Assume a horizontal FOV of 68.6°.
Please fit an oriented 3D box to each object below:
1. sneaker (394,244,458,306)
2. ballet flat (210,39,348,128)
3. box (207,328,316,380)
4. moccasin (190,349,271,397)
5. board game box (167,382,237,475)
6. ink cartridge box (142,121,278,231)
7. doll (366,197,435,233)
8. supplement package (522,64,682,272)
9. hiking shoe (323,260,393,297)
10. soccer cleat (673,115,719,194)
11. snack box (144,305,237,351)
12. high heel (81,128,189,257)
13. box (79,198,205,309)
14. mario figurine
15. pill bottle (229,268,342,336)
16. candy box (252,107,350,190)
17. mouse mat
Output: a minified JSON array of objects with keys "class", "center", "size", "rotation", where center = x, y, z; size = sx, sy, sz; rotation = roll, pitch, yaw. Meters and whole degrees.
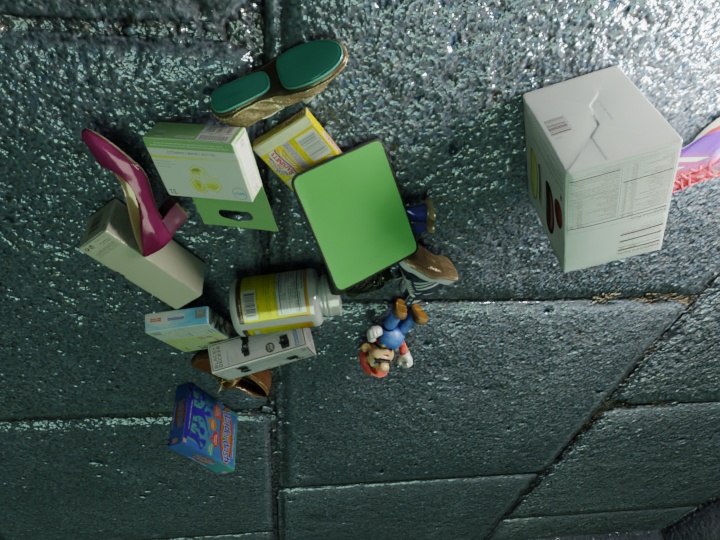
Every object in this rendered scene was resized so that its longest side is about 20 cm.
[{"class":"sneaker","center":[0.093,0.011,0.970],"size":[0.108,0.071,0.199],"rotation":[-31,155,27]},{"class":"ballet flat","center":[-0.104,-0.246,0.707],"size":[0.198,0.071,0.065],"rotation":[-16,165,13]},{"class":"box","center":[-0.200,0.165,1.087],"size":[0.198,0.061,0.117],"rotation":[-17,161,0]},{"class":"moccasin","center":[-0.288,0.236,1.183],"size":[0.073,0.078,0.201],"rotation":[-31,133,24]},{"class":"board game box","center":[-0.375,0.387,1.282],"size":[0.045,0.153,0.200],"rotation":[-21,137,14]},{"class":"ink cartridge box","center":[-0.217,-0.123,0.792],"size":[0.144,0.048,0.201],"rotation":[7,138,15]},{"class":"doll","center":[0.027,-0.067,0.902],"size":[0.198,0.049,0.137],"rotation":[-13,150,-3]},{"class":"supplement package","center":[0.338,-0.144,0.773],"size":[0.146,0.192,0.201],"rotation":[-14,137,9]},{"class":"hiking shoe","center":[0.000,0.000,0.929],"size":[0.100,0.077,0.200],"rotation":[-16,172,12]},{"class":"soccer cleat","center":[0.549,-0.169,0.865],"size":[0.068,0.074,0.200],"rotation":[23,129,-30]},{"class":"snack box","center":[-0.321,0.118,1.027],"size":[0.115,0.037,0.200],"rotation":[-7,161,0]},{"class":"high heel","center":[-0.348,-0.108,0.774],"size":[0.096,0.067,0.200],"rotation":[-48,128,-11]},{"class":"box","center":[-0.359,-0.023,0.889],"size":[0.068,0.083,0.200],"rotation":[-27,133,20]},{"class":"mario figurine","center":[0.067,0.163,1.131],"size":[0.123,0.106,0.201],"rotation":[34,123,6]},{"class":"pill bottle","center":[-0.136,0.057,0.986],"size":[0.198,0.110,0.110],"rotation":[-8,138,1]},{"class":"candy box","center":[-0.066,-0.153,0.828],"size":[0.102,0.027,0.200],"rotation":[-23,136,22]},{"class":"mouse mat","center":[-0.003,-0.084,0.823],"size":[0.160,0.008,0.202],"rotation":[-27,112,-13]}]
